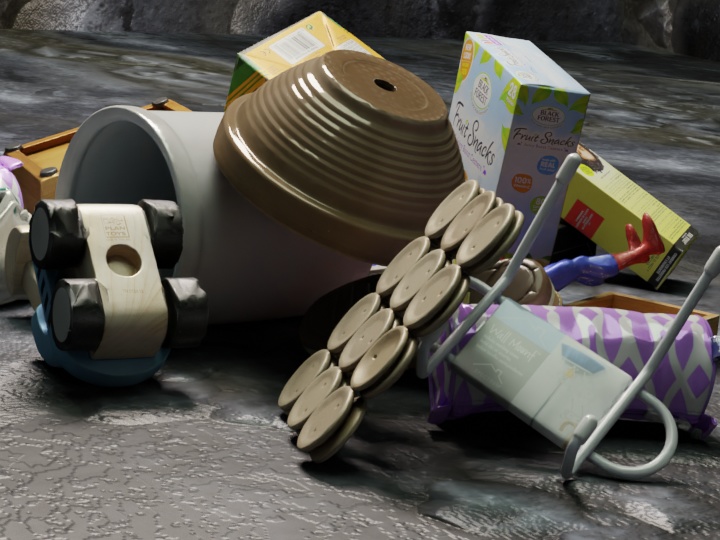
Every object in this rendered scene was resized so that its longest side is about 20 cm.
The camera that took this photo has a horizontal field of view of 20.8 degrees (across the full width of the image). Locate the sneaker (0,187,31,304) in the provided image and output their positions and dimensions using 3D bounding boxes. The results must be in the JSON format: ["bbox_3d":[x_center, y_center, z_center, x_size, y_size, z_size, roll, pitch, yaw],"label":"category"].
[{"bbox_3d":[-0.274,-0.024,1.548,0.075,0.089,0.200,9,12,26],"label":"sneaker"}]

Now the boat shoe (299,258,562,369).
[{"bbox_3d":[0.053,0.046,1.412,0.198,0.072,0.076,-6,-38,28],"label":"boat shoe"}]

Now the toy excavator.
[{"bbox_3d":[-0.203,0.015,1.395,0.099,0.200,0.196,-1,57,-29],"label":"toy excavator"}]

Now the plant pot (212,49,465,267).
[{"bbox_3d":[0.001,-0.094,1.414,0.199,0.093,0.201,21,26,-11],"label":"plant pot"}]

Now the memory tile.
[{"bbox_3d":[0.024,0.029,1.244,0.017,0.200,0.153,41,1,-14],"label":"memory tile"}]

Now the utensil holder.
[{"bbox_3d":[-0.107,-0.041,1.507,0.199,0.172,0.169,-4,15,-41],"label":"utensil holder"}]

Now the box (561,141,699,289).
[{"bbox_3d":[0.215,-0.068,1.815,0.199,0.050,0.075,38,27,7],"label":"box"}]

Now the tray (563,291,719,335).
[{"bbox_3d":[0.184,0.055,1.491,0.098,0.037,0.199,13,16,34],"label":"tray"}]

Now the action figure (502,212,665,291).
[{"bbox_3d":[0.127,-0.011,1.533,0.199,0.100,0.065,-27,-6,-15],"label":"action figure"}]

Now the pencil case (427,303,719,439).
[{"bbox_3d":[0.142,0.068,1.321,0.198,0.086,0.084,3,-25,-6],"label":"pencil case"}]

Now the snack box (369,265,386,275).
[{"bbox_3d":[0.000,0.000,1.699,0.072,0.025,0.199,18,17,42],"label":"snack box"}]

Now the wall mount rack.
[{"bbox_3d":[0.133,0.031,1.243,0.199,0.075,0.174,34,63,17],"label":"wall mount rack"}]

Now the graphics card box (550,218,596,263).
[{"bbox_3d":[0.111,-0.037,1.858,0.199,0.051,0.125,14,14,32],"label":"graphics card box"}]

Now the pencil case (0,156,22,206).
[{"bbox_3d":[-0.368,-0.046,1.587,0.084,0.086,0.199,17,16,41],"label":"pencil case"}]

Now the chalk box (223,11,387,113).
[{"bbox_3d":[-0.054,-0.117,1.865,0.124,0.201,0.125,38,46,21],"label":"chalk box"}]

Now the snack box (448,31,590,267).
[{"bbox_3d":[0.117,-0.080,1.638,0.067,0.202,0.169,7,18,-16],"label":"snack box"}]

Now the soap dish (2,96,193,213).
[{"bbox_3d":[-0.218,-0.085,1.751,0.199,0.082,0.157,-20,22,-19],"label":"soap dish"}]
